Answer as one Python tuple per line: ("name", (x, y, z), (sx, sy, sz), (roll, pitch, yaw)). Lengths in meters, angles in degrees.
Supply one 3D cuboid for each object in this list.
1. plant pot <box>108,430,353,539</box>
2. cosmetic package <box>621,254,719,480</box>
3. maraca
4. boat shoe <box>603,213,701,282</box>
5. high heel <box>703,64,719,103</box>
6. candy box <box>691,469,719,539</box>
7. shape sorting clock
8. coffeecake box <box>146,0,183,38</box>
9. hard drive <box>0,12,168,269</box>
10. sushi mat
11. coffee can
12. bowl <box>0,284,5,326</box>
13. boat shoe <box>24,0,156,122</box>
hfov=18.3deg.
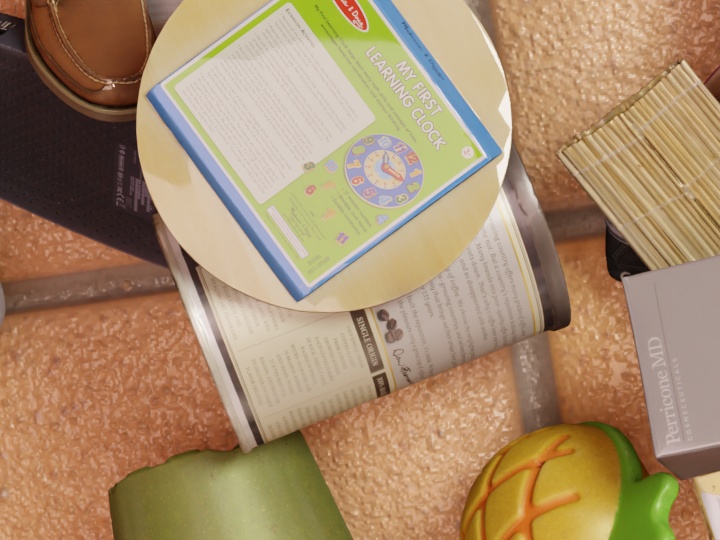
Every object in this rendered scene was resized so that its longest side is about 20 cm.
("plant pot", (-0.067, 0.200, 1.330), (0.200, 0.200, 0.190), (-20, 81, 13))
("cosmetic package", (0.247, 0.038, 1.185), (0.200, 0.090, 0.107), (-14, 73, 11))
("maraca", (0.122, 0.154, 1.272), (0.107, 0.200, 0.137), (23, 89, -20))
("boat shoe", (0.239, -0.009, 1.292), (0.200, 0.069, 0.057), (10, 125, 9))
("high heel", (0.207, -0.101, 1.219), (0.096, 0.200, 0.068), (-6, 61, 8))
("candy box", (0.293, 0.102, 1.264), (0.200, 0.117, 0.057), (-19, 94, 14))
("shape sorting clock", (-0.019, -0.077, 1.188), (0.200, 0.039, 0.200), (0, 88, 1))
("coffeecake box", (-0.064, -0.216, 1.275), (0.153, 0.073, 0.200), (4, 101, 49))
("hard drive", (-0.167, -0.080, 1.335), (0.200, 0.042, 0.135), (23, 139, 12))
("sushi mat", (0.205, -0.017, 1.249), (0.096, 0.012, 0.200), (-35, 103, 26))
("coffee can", (0.000, 0.000, 1.266), (0.200, 0.146, 0.147), (-22, 93, -4))
("bowl", (-0.329, 0.000, 1.396), (0.200, 0.075, 0.200), (-33, 91, 15))
("boat shoe", (-0.161, -0.171, 1.282), (0.072, 0.200, 0.068), (-9, 139, -21))
